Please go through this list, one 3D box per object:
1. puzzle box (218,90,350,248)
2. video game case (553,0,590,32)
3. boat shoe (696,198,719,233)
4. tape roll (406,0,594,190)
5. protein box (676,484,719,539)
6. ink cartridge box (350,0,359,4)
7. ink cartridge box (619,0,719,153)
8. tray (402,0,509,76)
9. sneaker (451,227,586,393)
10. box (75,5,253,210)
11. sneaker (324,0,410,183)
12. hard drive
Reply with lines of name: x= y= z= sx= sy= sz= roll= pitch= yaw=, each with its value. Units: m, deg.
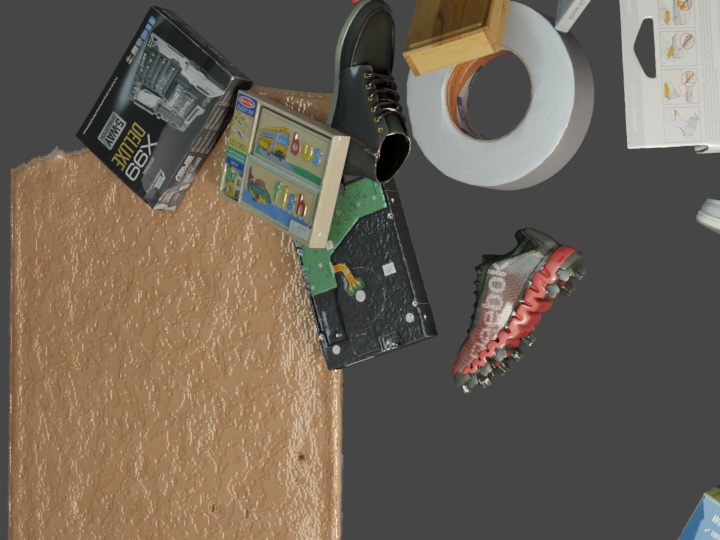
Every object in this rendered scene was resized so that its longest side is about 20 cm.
puzzle box: x=-0.093 y=-0.121 z=1.652 sx=0.199 sy=0.025 sz=0.135 roll=29 pitch=111 yaw=46
video game case: x=0.244 y=-0.348 z=1.415 sx=0.018 sy=0.200 sz=0.145 roll=15 pitch=68 yaw=-8
boat shoe: x=0.432 y=-0.051 z=1.388 sx=0.200 sy=0.074 sz=0.066 roll=9 pitch=88 yaw=24
tape roll: x=0.151 y=-0.190 z=1.544 sx=0.198 sy=0.066 sz=0.203 roll=0 pitch=89 yaw=28
protein box: x=0.382 y=0.345 z=1.373 sx=0.198 sy=0.134 sz=0.202 roll=34 pitch=105 yaw=25
ink cartridge box: x=0.026 y=-0.434 z=1.625 sx=0.199 sy=0.045 sz=0.178 roll=-28 pitch=75 yaw=26
ink cartridge box: x=0.337 y=-0.218 z=1.405 sx=0.171 sy=0.044 sz=0.203 roll=-3 pitch=88 yaw=-6
tray: x=0.111 y=-0.295 z=1.511 sx=0.098 sy=0.037 sz=0.201 roll=-14 pitch=42 yaw=28
sneaker: x=0.154 y=0.038 z=1.537 sx=0.098 sy=0.071 sz=0.201 roll=42 pitch=106 yaw=22
box: x=-0.247 y=-0.201 z=1.768 sx=0.158 sy=0.050 sz=0.201 roll=42 pitch=108 yaw=22
sneaker: x=0.023 y=-0.200 z=1.592 sx=0.106 sy=0.074 sz=0.203 roll=23 pitch=106 yaw=48
hard drive: x=0.000 y=0.000 z=1.640 sx=0.139 sy=0.038 sz=0.202 roll=-21 pitch=81 yaw=27
